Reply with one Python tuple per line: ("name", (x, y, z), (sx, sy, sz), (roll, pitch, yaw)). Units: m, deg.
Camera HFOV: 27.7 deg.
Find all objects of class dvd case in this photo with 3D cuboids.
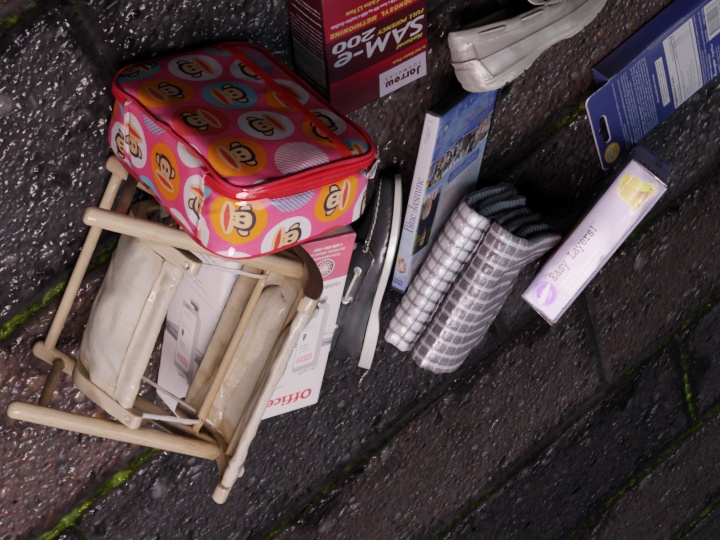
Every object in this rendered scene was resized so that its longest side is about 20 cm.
("dvd case", (0.084, -0.090, 1.413), (0.143, 0.017, 0.202), (-42, 150, -49))

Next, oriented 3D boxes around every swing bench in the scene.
("swing bench", (-0.154, 0.047, 1.188), (0.198, 0.130, 0.200), (23, 112, -10))

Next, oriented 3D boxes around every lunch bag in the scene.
("lunch bag", (-0.084, -0.100, 1.142), (0.175, 0.200, 0.083), (-18, 136, -35))

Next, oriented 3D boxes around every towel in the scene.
("towel", (0.117, 0.009, 1.463), (0.167, 0.085, 0.200), (-61, 166, 17))

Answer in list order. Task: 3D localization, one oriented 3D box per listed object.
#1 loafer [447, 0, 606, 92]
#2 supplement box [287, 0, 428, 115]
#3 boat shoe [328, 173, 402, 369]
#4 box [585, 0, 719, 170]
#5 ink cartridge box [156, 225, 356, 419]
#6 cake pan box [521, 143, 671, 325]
("loafer", (0.160, -0.240, 1.357), (0.200, 0.070, 0.070), (-40, 115, -28))
("supplement box", (-0.003, -0.237, 1.213), (0.108, 0.061, 0.201), (-29, 139, -22))
("boat shoe", (0.000, 0.000, 1.415), (0.060, 0.076, 0.202), (11, 106, 0))
("box", (0.314, -0.209, 1.557), (0.200, 0.032, 0.121), (-40, 141, -10))
("ink cartridge box", (-0.098, 0.041, 1.344), (0.146, 0.083, 0.202), (-14, 131, -35))
("cake pan box", (0.253, -0.044, 1.544), (0.185, 0.052, 0.200), (-50, 176, 17))
